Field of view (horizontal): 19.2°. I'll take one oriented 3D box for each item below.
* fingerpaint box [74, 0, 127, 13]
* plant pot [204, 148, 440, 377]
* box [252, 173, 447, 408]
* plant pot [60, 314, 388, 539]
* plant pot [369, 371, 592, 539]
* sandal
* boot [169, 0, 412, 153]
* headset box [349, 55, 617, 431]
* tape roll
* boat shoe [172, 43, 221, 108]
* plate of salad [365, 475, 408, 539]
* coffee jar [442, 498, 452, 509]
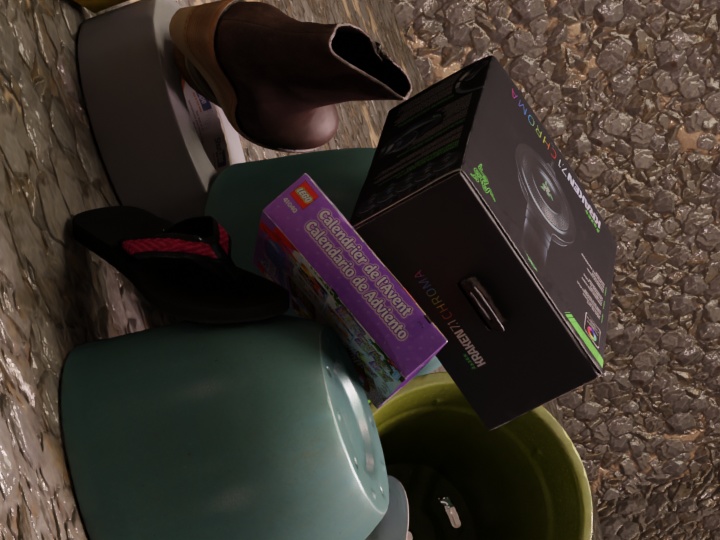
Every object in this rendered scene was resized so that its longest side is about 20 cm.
[{"bbox_3d":[-0.221,-0.294,1.550,0.200,0.073,0.168,18,53,-78],"label":"fingerpaint box"},{"bbox_3d":[0.000,0.000,1.580,0.201,0.160,0.202,44,39,-51],"label":"plant pot"},{"bbox_3d":[-0.011,0.018,1.383,0.137,0.039,0.200,49,-9,3],"label":"box"},{"bbox_3d":[-0.075,0.118,1.346,0.201,0.160,0.202,-19,90,-81],"label":"plant pot"},{"bbox_3d":[0.051,0.192,1.596,0.190,0.199,0.202,134,-59,-72],"label":"plant pot"},{"bbox_3d":[-0.121,-0.015,1.365,0.199,0.075,0.045,29,-59,43],"label":"sandal"},{"bbox_3d":[-0.031,-0.131,1.544,0.200,0.165,0.073,36,71,-50],"label":"boot"},{"bbox_3d":[0.086,-0.019,1.420,0.175,0.092,0.200,55,24,-18],"label":"headset box"},{"bbox_3d":[-0.148,-0.109,1.643,0.200,0.066,0.202,-18,90,-81],"label":"tape roll"},{"bbox_3d":[-0.095,-0.159,1.657,0.200,0.068,0.073,11,95,-60],"label":"boat shoe"},{"bbox_3d":[-0.019,0.229,1.402,0.048,0.200,0.201,31,25,-18],"label":"plate of salad"},{"bbox_3d":[0.067,0.172,1.935,0.086,0.199,0.105,-93,161,-58],"label":"coffee jar"}]
